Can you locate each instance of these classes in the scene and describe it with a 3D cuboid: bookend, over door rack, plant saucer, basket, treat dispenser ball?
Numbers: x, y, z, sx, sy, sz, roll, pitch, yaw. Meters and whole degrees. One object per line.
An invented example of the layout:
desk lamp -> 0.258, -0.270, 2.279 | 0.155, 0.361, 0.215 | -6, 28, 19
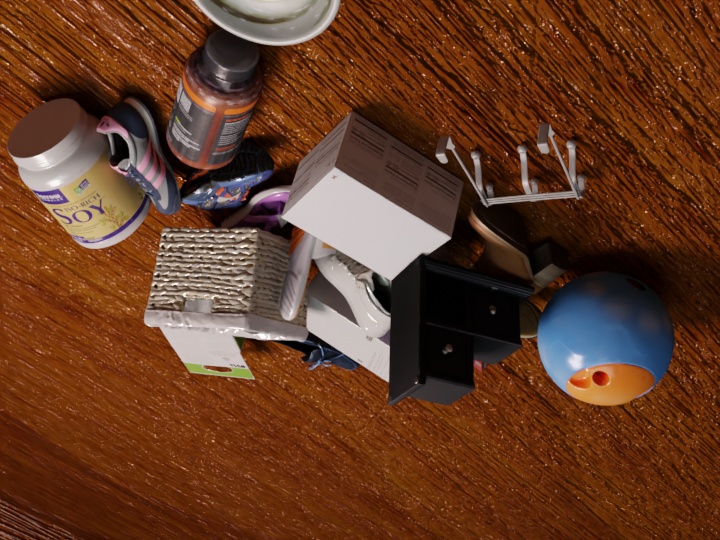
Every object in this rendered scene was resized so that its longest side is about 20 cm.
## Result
bookend -> 0.148, 0.105, 1.426 | 0.198, 0.201, 0.092 | 16, 149, -21
over door rack -> 0.206, -0.147, 1.308 | 0.147, 0.067, 0.200 | -4, 162, 26
plant saucer -> -0.114, -0.359, 1.168 | 0.199, 0.050, 0.200 | 10, 146, 7
basket -> -0.204, 0.023, 1.568 | 0.197, 0.162, 0.200 | 2, 174, 25
treat dispenser ball -> 0.368, 0.102, 1.486 | 0.200, 0.201, 0.201 | 10, 145, 7

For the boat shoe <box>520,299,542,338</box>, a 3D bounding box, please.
boat shoe -> 0.209, 0.068, 1.616 | 0.199, 0.073, 0.065 | 18, 164, 27

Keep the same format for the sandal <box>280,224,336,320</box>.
sandal -> -0.073, -0.021, 1.511 | 0.059, 0.208, 0.079 | 16, 175, -26

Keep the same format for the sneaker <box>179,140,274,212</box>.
sneaker -> -0.192, -0.137, 1.500 | 0.078, 0.076, 0.200 | 30, 152, -35

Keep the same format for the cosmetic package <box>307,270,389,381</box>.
cosmetic package -> -0.004, 0.087, 1.673 | 0.200, 0.081, 0.113 | 30, 147, 8

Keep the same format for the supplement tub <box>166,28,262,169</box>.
supplement tub -> -0.193, -0.231, 1.327 | 0.107, 0.107, 0.200 | 22, 145, -9

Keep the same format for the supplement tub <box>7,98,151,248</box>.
supplement tub -> -0.424, -0.146, 1.500 | 0.145, 0.146, 0.200 | -3, 142, 24

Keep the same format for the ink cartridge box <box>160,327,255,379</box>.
ink cartridge box -> -0.284, 0.121, 1.880 | 0.147, 0.076, 0.200 | 4, 145, 16

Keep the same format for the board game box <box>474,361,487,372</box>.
board game box -> 0.125, 0.084, 1.625 | 0.200, 0.019, 0.103 | 35, 159, 24

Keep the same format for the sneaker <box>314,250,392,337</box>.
sneaker -> 0.000, 0.000, 1.531 | 0.200, 0.074, 0.116 | 55, 155, 7

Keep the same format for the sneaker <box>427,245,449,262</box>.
sneaker -> 0.084, 0.020, 1.558 | 0.069, 0.100, 0.201 | -4, 124, -25

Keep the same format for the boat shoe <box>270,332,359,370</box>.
boat shoe -> -0.094, 0.146, 1.845 | 0.199, 0.069, 0.084 | 25, 144, -14

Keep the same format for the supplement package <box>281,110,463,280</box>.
supplement package -> 0.017, -0.102, 1.420 | 0.200, 0.111, 0.156 | 30, 143, -19

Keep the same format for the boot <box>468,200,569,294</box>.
boot -> 0.197, -0.012, 1.489 | 0.200, 0.074, 0.155 | 33, 133, -25

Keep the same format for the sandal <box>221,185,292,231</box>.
sandal -> -0.147, -0.080, 1.545 | 0.082, 0.050, 0.202 | -1, 164, -35

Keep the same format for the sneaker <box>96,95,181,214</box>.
sneaker -> -0.334, -0.155, 1.473 | 0.070, 0.082, 0.201 | 15, 136, 39
